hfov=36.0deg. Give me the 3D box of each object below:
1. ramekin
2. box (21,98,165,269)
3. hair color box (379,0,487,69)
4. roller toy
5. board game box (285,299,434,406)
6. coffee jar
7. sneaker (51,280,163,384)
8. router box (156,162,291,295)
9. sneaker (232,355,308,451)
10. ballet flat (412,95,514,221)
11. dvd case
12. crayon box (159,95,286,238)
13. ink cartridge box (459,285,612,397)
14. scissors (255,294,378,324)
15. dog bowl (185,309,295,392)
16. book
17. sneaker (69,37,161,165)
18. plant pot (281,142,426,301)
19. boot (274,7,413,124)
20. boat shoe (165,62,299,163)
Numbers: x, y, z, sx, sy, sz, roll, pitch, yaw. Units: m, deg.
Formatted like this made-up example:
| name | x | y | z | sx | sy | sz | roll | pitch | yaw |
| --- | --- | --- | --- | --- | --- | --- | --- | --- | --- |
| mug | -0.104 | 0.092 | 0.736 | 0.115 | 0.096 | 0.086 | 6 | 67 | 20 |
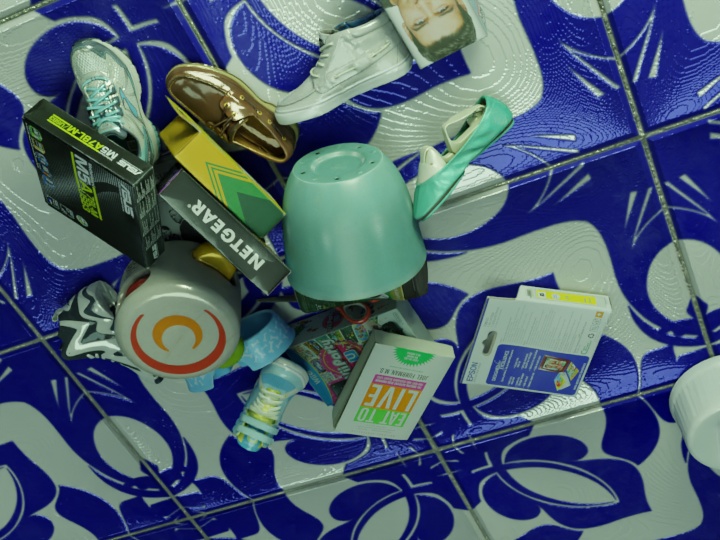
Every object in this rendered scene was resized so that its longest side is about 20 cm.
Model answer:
| name | x | y | z | sx | sy | sz | roll | pitch | yaw |
| --- | --- | --- | --- | --- | --- | --- | --- | --- | --- |
| ramekin | 0.621 | 0.240 | 1.832 | 0.200 | 0.098 | 0.201 | 1 | 129 | 1 |
| box | -0.358 | -0.114 | 1.503 | 0.193 | 0.048 | 0.200 | 34 | 151 | 15 |
| hair color box | 0.070 | -0.361 | 1.373 | 0.099 | 0.061 | 0.200 | -24 | 126 | 19 |
| roller toy | -0.268 | 0.052 | 1.637 | 0.182 | 0.140 | 0.200 | -4 | 127 | -3 |
| board game box | 0.001 | 0.122 | 1.768 | 0.200 | 0.064 | 0.148 | -21 | 126 | 19 |
| coffee jar | 0.000 | 0.000 | 1.653 | 0.200 | 0.085 | 0.104 | -7 | 128 | 8 |
| sneaker | -0.410 | 0.118 | 1.762 | 0.129 | 0.080 | 0.199 | -24 | 125 | 21 |
| router box | -0.190 | -0.059 | 1.511 | 0.200 | 0.149 | 0.051 | 44 | 88 | -15 |
| sneaker | -0.146 | 0.218 | 1.761 | 0.079 | 0.131 | 0.200 | 25 | 154 | -1 |
| ballet flat | 0.122 | -0.159 | 1.498 | 0.070 | 0.067 | 0.200 | 44 | 84 | -17 |
| dvd case | -0.245 | -0.092 | 1.622 | 0.150 | 0.025 | 0.200 | -15 | 127 | 13 |
| crayon box | -0.197 | -0.140 | 1.487 | 0.051 | 0.127 | 0.200 | -44 | 117 | 1 |
| ink cartridge box | 0.276 | 0.112 | 1.769 | 0.200 | 0.047 | 0.198 | 9 | 130 | -4 |
| scissors | -0.064 | 0.037 | 1.724 | 0.200 | 0.073 | 0.014 | 10 | 160 | 22 |
| dog bowl | -0.200 | 0.123 | 1.747 | 0.200 | 0.112 | 0.050 | -24 | 112 | 19 |
| book | 0.050 | 0.184 | 1.756 | 0.133 | 0.048 | 0.200 | 12 | 128 | -16 |
| sneaker | -0.327 | -0.213 | 1.478 | 0.077 | 0.086 | 0.200 | -16 | 120 | 15 |
| plant pot | -0.018 | -0.079 | 1.527 | 0.200 | 0.201 | 0.161 | -7 | 120 | 6 |
| boot | -0.038 | -0.271 | 1.451 | 0.200 | 0.074 | 0.096 | -24 | 119 | 9 |
| boat shoe | -0.171 | -0.211 | 1.495 | 0.200 | 0.068 | 0.072 | 29 | 124 | -21 |
